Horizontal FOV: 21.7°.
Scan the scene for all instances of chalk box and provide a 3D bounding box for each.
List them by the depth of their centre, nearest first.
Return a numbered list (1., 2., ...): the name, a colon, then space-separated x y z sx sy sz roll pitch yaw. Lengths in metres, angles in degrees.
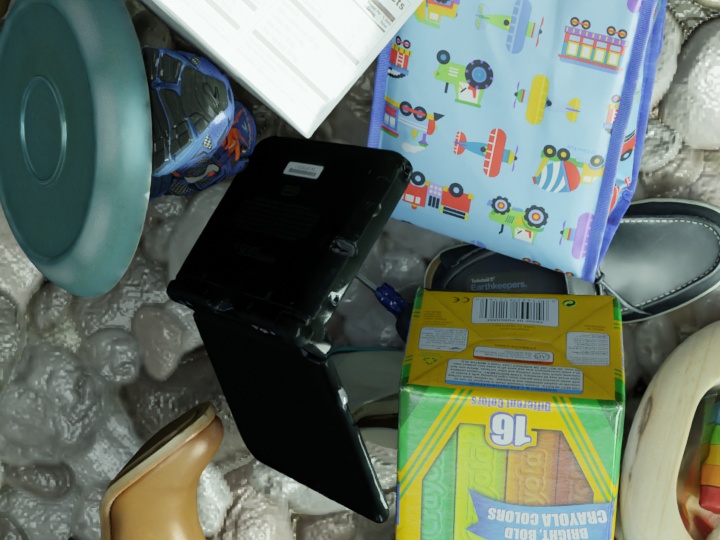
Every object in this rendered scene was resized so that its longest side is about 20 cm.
1. chalk box: 0.084 0.127 1.084 0.123 0.124 0.201 2 117 6

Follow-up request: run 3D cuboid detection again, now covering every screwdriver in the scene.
1. screwdriver: 0.000 0.000 1.161 0.200 0.028 0.029 43 130 15

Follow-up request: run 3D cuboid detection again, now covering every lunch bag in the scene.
1. lunch bag: 0.087 -0.113 1.066 0.150 0.094 0.201 18 134 14

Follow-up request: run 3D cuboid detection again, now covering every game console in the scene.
1. game console: -0.023 0.027 1.099 0.116 0.200 0.177 35 81 -26

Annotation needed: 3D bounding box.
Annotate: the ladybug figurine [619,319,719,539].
1. ladybug figurine: 0.219 0.121 1.136 0.135 0.072 0.201 25 69 -7

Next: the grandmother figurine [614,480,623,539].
1. grandmother figurine: 0.115 0.178 1.192 0.199 0.061 0.122 -24 121 6

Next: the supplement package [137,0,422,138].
1. supplement package: -0.084 -0.189 1.022 0.111 0.200 0.156 -49 130 1

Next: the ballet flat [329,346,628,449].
1. ballet flat: 0.068 0.082 1.169 0.198 0.069 0.070 -5 99 11

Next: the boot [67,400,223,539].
1. boot: -0.108 0.195 1.201 0.155 0.077 0.200 40 104 0

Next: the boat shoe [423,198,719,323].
1. boat shoe: 0.136 0.002 1.155 0.198 0.062 0.075 -9 97 5

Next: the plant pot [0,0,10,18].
1. plant pot: -0.261 -0.248 1.108 0.185 0.187 0.201 2 115 5

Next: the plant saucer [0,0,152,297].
1. plant saucer: -0.179 -0.083 1.114 0.027 0.200 0.202 -6 102 -33

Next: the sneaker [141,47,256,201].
1. sneaker: -0.097 -0.087 1.106 0.078 0.200 0.076 -6 87 -14
